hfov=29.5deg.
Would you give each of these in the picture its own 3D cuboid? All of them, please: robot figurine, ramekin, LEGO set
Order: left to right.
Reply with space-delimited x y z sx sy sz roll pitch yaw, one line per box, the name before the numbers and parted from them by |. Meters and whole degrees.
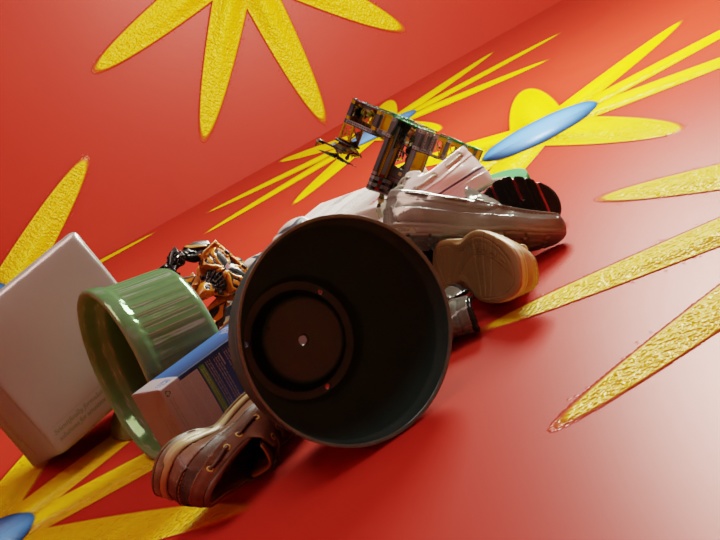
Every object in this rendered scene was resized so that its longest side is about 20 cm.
ramekin | -0.219 0.096 1.488 0.097 0.201 0.200 -25 10 -25
robot figurine | -0.201 0.043 1.668 0.200 0.145 0.058 -48 -4 -37
LEGO set | 0.049 -0.138 1.779 0.199 0.117 0.153 27 10 33

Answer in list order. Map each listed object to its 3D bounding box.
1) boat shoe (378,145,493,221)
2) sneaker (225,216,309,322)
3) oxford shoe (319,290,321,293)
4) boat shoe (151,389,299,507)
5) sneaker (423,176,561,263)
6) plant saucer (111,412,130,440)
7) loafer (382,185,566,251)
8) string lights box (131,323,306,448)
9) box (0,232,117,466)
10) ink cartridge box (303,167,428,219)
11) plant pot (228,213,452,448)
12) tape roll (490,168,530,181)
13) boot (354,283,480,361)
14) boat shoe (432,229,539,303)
boat shoe | 0.069 -0.085 1.626 0.200 0.067 0.074 -30 -9 -37
sneaker | -0.113 0.034 1.768 0.199 0.079 0.130 -41 27 11
oxford shoe | -0.056 0.044 1.631 0.199 0.072 0.073 -19 9 36
boat shoe | -0.103 0.164 1.263 0.067 0.072 0.200 22 32 30
sneaker | 0.131 -0.056 1.571 0.199 0.074 0.087 -17 -2 -13
plant saucer | -0.227 0.143 1.694 0.199 0.031 0.200 -27 11 6
loafer | 0.124 -0.059 1.483 0.198 0.070 0.070 3 -23 -3
string lights box | -0.124 0.114 1.399 0.200 0.103 0.059 -37 14 -38
box | -0.381 0.100 1.700 0.199 0.200 0.171 -43 6 -26
ink cartridge box | -0.001 -0.056 1.881 0.199 0.084 0.145 -17 16 39
plant pot | -0.035 0.058 1.234 0.200 0.201 0.134 -33 7 -22
tape roll | 0.127 -0.060 1.707 0.200 0.048 0.201 -27 12 6
boot | 0.046 0.053 1.403 0.130 0.068 0.200 -25 19 -9
boat shoe | 0.139 -0.007 1.393 0.069 0.074 0.200 -3 5 -20
